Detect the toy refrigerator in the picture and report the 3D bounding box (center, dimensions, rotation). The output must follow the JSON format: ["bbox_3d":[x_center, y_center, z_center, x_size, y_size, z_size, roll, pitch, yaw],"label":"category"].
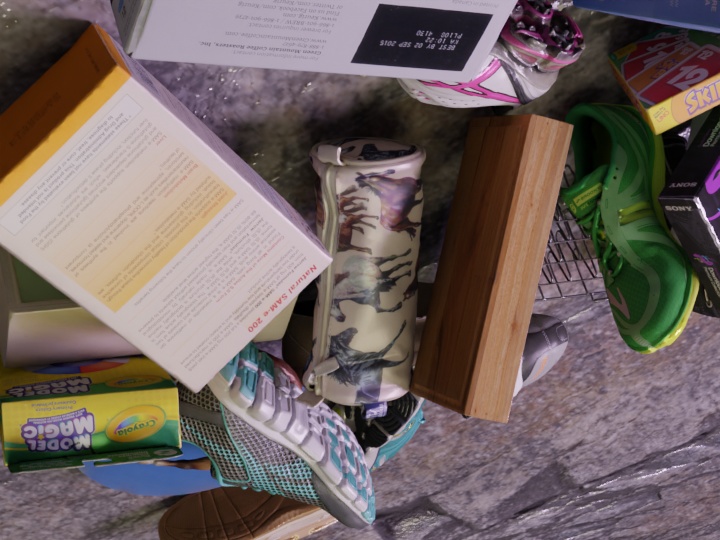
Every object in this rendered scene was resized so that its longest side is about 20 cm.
[{"bbox_3d":[-0.150,0.008,0.965,0.199,0.076,0.070,-4,143,-22],"label":"toy refrigerator"}]

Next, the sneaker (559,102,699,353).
[{"bbox_3d":[0.178,-0.032,0.978,0.083,0.201,0.074,13,144,-31],"label":"sneaker"}]

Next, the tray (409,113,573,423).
[{"bbox_3d":[0.086,-0.004,0.949,0.037,0.201,0.099,12,180,-19],"label":"tray"}]

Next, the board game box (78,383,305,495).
[{"bbox_3d":[-0.147,0.114,1.153,0.158,0.039,0.200,18,129,-35],"label":"board game box"}]

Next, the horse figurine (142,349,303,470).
[{"bbox_3d":[-0.094,0.117,1.094,0.132,0.050,0.200,12,142,-16],"label":"horse figurine"}]

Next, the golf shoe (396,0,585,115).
[{"bbox_3d":[0.046,-0.136,0.869,0.200,0.073,0.092,8,139,-36],"label":"golf shoe"}]

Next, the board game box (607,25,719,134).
[{"bbox_3d":[0.272,-0.163,0.931,0.200,0.096,0.030,-24,121,7],"label":"board game box"}]

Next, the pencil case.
[{"bbox_3d":[0.000,0.000,0.967,0.089,0.078,0.201,-27,128,-48],"label":"pencil case"}]

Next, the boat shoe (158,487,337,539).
[{"bbox_3d":[-0.090,0.235,1.318,0.199,0.074,0.069,-15,141,-9],"label":"boat shoe"}]

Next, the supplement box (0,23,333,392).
[{"bbox_3d":[-0.130,-0.034,0.850,0.126,0.074,0.200,-43,126,4],"label":"supplement box"}]

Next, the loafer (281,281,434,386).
[{"bbox_3d":[0.021,0.036,1.065,0.199,0.068,0.076,-18,-168,20],"label":"loafer"}]

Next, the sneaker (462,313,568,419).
[{"bbox_3d":[0.114,0.075,1.149,0.079,0.074,0.200,-22,179,-14],"label":"sneaker"}]

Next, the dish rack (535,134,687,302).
[{"bbox_3d":[0.160,-0.030,1.099,0.199,0.055,0.154,-7,143,-16],"label":"dish rack"}]

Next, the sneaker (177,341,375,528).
[{"bbox_3d":[-0.067,0.132,1.026,0.091,0.078,0.200,-32,121,19],"label":"sneaker"}]

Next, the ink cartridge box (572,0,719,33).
[{"bbox_3d":[0.239,-0.172,0.806,0.136,0.200,0.077,1,103,-29],"label":"ink cartridge box"}]

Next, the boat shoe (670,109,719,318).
[{"bbox_3d":[0.278,-0.058,1.037,0.070,0.066,0.201,-2,112,-44],"label":"boat shoe"}]

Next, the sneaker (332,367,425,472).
[{"bbox_3d":[0.022,0.121,1.238,0.080,0.078,0.200,-21,157,-34],"label":"sneaker"}]

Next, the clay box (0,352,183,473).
[{"bbox_3d":[-0.192,0.086,0.955,0.115,0.200,0.048,-4,101,-17],"label":"clay box"}]

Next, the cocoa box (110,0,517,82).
[{"bbox_3d":[-0.022,-0.190,0.702,0.199,0.131,0.134,0,141,-28],"label":"cocoa box"}]

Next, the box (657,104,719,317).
[{"bbox_3d":[0.288,-0.066,0.974,0.036,0.200,0.143,1,135,46],"label":"box"}]
